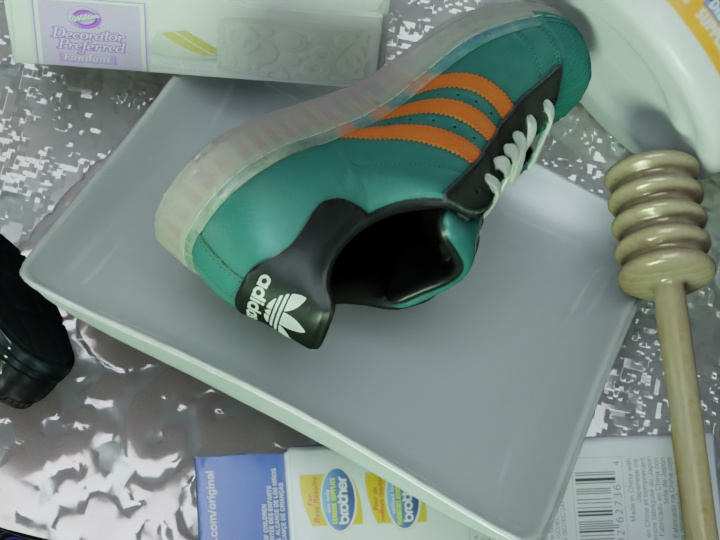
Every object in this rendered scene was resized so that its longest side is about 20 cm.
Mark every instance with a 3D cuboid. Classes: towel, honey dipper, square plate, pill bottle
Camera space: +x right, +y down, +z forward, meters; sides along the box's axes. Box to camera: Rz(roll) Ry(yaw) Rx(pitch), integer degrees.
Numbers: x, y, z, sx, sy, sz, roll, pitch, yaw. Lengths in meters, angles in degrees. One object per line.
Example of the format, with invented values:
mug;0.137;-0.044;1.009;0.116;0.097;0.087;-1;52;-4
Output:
towel;-0.071;0.065;0.858;0.191;0.032;0.200;40;75;11
honey dipper;0.119;0.054;0.821;0.038;0.038;0.201;-4;67;-4
square plate;0.000;0.000;0.836;0.199;0.029;0.198;27;40;3
pill bottle;0.169;-0.138;0.890;0.200;0.112;0.112;-41;78;-13

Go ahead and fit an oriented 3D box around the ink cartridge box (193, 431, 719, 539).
ink cartridge box;0.037;0.122;0.817;0.199;0.042;0.120;0;77;-18

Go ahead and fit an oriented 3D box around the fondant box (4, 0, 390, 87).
fondant box;-0.056;-0.170;0.893;0.143;0.058;0.201;4;55;-1

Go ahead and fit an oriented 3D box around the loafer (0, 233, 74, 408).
loafer;-0.180;-0.002;0.843;0.200;0.073;0.072;39;95;36

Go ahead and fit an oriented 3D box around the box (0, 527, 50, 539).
box;-0.147;0.192;0.738;0.200;0.106;0.123;-39;67;8

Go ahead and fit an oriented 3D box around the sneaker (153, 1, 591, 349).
sneaker;0.024;-0.030;0.809;0.199;0.072;0.080;-29;64;-36
